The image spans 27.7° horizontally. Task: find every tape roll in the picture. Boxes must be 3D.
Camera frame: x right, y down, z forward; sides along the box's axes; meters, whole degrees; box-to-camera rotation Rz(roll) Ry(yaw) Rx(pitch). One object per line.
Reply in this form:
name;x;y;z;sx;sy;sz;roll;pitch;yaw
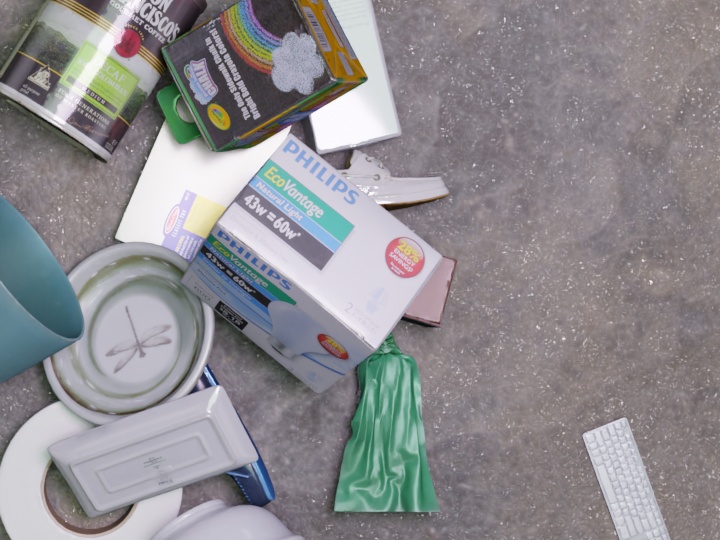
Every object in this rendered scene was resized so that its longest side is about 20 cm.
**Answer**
tape roll;-0.292;0.234;1.584;0.201;0.037;0.205;0;91;-10

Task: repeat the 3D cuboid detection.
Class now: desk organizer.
desk organizer;0.000;0.000;1.615;0.198;0.072;0.078;16;85;-9

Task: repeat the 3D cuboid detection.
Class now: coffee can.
coffee can;-0.274;-0.236;1.531;0.146;0.146;0.201;32;86;-8

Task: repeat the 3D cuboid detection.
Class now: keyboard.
keyboard;0.316;0.274;1.697;0.056;0.011;0.201;-21;93;-9

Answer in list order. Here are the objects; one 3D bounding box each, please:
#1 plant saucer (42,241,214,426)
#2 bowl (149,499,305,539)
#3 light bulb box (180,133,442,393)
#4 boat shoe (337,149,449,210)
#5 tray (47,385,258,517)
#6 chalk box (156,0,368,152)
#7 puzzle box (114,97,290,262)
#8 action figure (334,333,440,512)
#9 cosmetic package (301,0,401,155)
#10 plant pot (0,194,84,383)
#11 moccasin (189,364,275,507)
plant saucer;-0.243;0.071;1.563;0.198;0.050;0.202;-4;74;15
bowl;-0.164;0.306;1.544;0.200;0.201;0.091;-32;72;-8
light bulb box;-0.054;-0.001;1.459;0.198;0.200;0.125;38;67;-2
boat shoe;0.000;-0.100;1.614;0.198;0.071;0.070;-4;85;-12
tray;-0.215;0.196;1.521;0.199;0.022;0.108;-20;122;7
chalk box;-0.116;-0.204;1.522;0.199;0.124;0.126;-27;90;18
puzzle box;-0.173;-0.100;1.609;0.132;0.025;0.201;24;87;-9
action figure;0.030;0.167;1.628;0.117;0.055;0.202;2;83;-8
cosmetic package;-0.028;-0.234;1.610;0.101;0.074;0.202;-12;94;-9
plant pot;-0.407;0.033;1.492;0.160;0.201;0.201;-35;96;7
moccasin;-0.163;0.175;1.594;0.068;0.080;0.201;-31;81;-3
